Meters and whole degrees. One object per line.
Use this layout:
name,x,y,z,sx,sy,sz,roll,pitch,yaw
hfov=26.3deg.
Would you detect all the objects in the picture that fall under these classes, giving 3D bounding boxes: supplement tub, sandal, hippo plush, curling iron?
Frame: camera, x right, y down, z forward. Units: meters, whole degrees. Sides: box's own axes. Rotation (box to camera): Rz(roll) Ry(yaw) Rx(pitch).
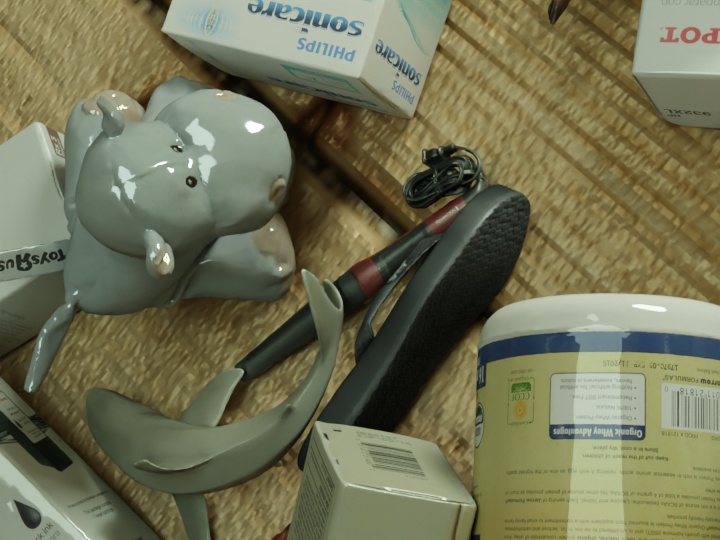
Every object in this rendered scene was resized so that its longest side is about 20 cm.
supplement tub,0.125,0.122,0.754,0.143,0.144,0.202,-2,76,25
sandal,0.022,0.031,0.863,0.043,0.076,0.201,39,96,27
hippo plush,-0.121,-0.055,0.869,0.198,0.161,0.160,-19,75,-15
curling iron,0.000,0.000,0.913,0.200,0.025,0.050,-45,42,15

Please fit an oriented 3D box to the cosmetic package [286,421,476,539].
cosmetic package,-0.007,0.191,0.790,0.072,0.104,0.202,11,101,-11

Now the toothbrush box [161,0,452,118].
toothbrush box,-0.013,-0.210,0.934,0.145,0.085,0.202,18,87,28

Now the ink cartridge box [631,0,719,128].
ink cartridge box,0.233,-0.181,0.809,0.144,0.084,0.202,6,81,26

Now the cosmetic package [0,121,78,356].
cosmetic package,-0.254,0.001,1.007,0.199,0.074,0.102,-28,68,15

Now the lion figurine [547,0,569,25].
lion figurine,0.142,-0.243,0.878,0.121,0.072,0.202,-7,89,-18

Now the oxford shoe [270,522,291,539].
oxford shoe,-0.043,0.198,0.872,0.200,0.071,0.074,-44,89,10

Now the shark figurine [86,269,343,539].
shark figurine,-0.085,0.092,0.882,0.213,0.089,0.129,-27,71,30

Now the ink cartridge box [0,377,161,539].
ink cartridge box,-0.238,0.157,0.924,0.200,0.083,0.147,42,99,9
